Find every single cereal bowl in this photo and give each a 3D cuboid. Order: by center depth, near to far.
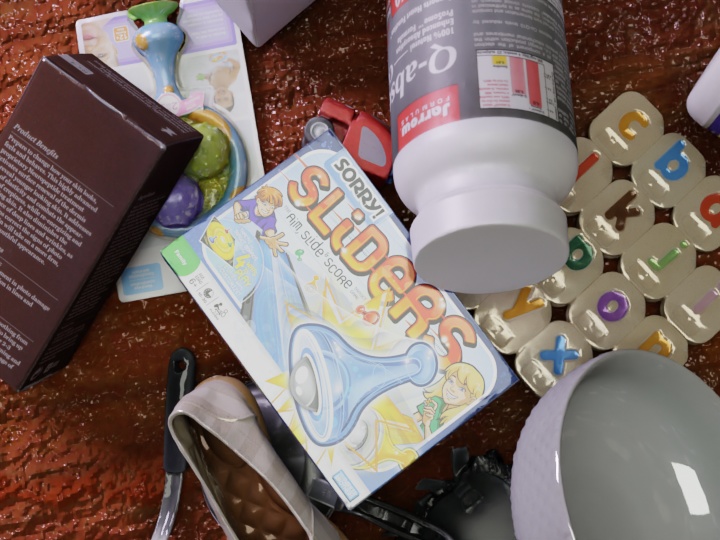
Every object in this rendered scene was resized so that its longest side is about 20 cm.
[{"bbox_3d":[0.164,0.155,0.847,0.083,0.200,0.201,-34,82,44],"label":"cereal bowl"}]

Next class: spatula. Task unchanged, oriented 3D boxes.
[{"bbox_3d":[-0.131,0.152,0.945,0.056,0.021,0.201,4,84,18],"label":"spatula"}]

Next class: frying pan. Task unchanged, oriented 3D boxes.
[{"bbox_3d":[-0.039,0.151,0.907,0.115,0.031,0.190,-50,63,11],"label":"frying pan"}]

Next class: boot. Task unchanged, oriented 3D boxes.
[{"bbox_3d":[0.081,0.228,0.898,0.162,0.073,0.198,-39,78,4],"label":"boot"}]

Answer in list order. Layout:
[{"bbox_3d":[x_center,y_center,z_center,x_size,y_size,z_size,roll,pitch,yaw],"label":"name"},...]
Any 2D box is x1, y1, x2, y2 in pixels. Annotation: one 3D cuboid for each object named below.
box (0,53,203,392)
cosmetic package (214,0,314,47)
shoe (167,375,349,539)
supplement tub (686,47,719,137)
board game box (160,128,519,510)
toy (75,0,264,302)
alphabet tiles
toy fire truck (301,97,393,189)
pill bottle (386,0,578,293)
[{"bbox_3d":[-0.201,-0.033,0.913,0.100,0.075,0.200,37,109,6],"label":"box"},{"bbox_3d":[-0.018,-0.249,0.917,0.200,0.101,0.071,-42,84,-6],"label":"cosmetic package"},{"bbox_3d":[-0.058,0.161,0.869,0.070,0.053,0.200,-33,87,19],"label":"shoe"},{"bbox_3d":[0.323,-0.105,0.866,0.200,0.145,0.146,34,89,6],"label":"supplement tub"},{"bbox_3d":[-0.014,0.030,0.878,0.135,0.034,0.200,-37,85,-8],"label":"board game box"},{"bbox_3d":[-0.129,-0.087,0.950,0.115,0.047,0.201,-10,85,4],"label":"toy"},{"bbox_3d":[0.153,-0.018,0.928,0.196,0.015,0.200,-43,84,-9],"label":"alphabet tiles"},{"bbox_3d":[0.000,0.000,0.929,0.141,0.049,0.201,22,82,-2],"label":"toy fire truck"},{"bbox_3d":[0.076,-0.096,0.870,0.115,0.116,0.201,-4,64,4],"label":"pill bottle"}]
